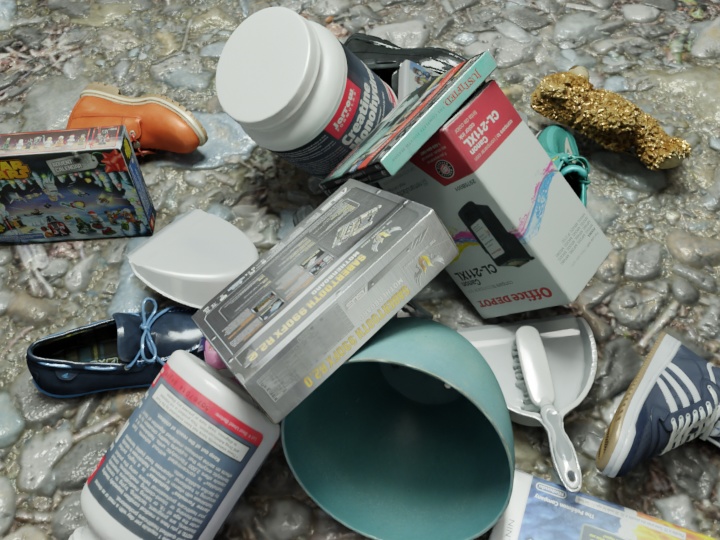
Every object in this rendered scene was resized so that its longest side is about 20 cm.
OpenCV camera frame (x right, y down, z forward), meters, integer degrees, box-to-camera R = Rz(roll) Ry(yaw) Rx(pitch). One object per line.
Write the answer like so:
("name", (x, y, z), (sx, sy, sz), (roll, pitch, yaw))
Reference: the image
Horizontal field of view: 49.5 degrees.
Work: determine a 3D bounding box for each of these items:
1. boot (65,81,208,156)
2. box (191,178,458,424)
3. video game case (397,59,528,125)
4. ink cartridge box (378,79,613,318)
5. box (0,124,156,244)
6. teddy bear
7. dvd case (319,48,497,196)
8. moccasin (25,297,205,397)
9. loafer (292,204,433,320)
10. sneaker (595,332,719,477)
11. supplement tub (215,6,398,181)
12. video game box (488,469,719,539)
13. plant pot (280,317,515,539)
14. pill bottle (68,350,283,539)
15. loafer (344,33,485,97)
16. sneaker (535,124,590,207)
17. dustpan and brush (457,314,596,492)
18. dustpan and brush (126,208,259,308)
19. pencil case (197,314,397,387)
("boot", (-0.285, -0.163, 0.969), (0.196, 0.076, 0.109), (13, 59, 22))
("box", (-0.036, 0.014, 0.654), (0.199, 0.049, 0.158), (-42, 29, -11))
("video game case", (0.123, -0.137, 0.905), (0.179, 0.022, 0.204), (19, 53, -20))
("ink cartridge box", (0.125, -0.059, 0.759), (0.083, 0.145, 0.201), (-44, 102, -26))
("box", (-0.343, -0.092, 0.876), (0.195, 0.138, 0.041), (-4, 51, 1))
("teddy bear", (0.299, -0.181, 0.915), (0.199, 0.068, 0.144), (36, 25, 24))
("dvd case", (0.038, -0.136, 0.758), (0.022, 0.199, 0.146), (46, 76, -14))
("moccasin", (-0.236, 0.080, 0.790), (0.196, 0.069, 0.081), (-19, 55, -12))
("loafer", (0.000, 0.000, 0.829), (0.070, 0.068, 0.201), (-40, 66, 2))
("sneaker", (0.288, 0.136, 0.697), (0.107, 0.071, 0.199), (31, 39, 19))
("supplement tub", (-0.052, -0.186, 0.870), (0.138, 0.199, 0.144), (-8, 74, 29))
("video game box", (0.190, 0.283, 0.641), (0.196, 0.047, 0.185), (15, 59, 14))
("plant pot", (0.045, 0.120, 0.689), (0.196, 0.204, 0.135), (13, 34, 12))
("pill bottle", (-0.164, 0.183, 0.662), (0.118, 0.120, 0.202), (30, 81, 22))
("loafer", (0.062, -0.248, 1.005), (0.197, 0.068, 0.072), (17, 71, 17))
("sneaker", (0.229, -0.098, 0.871), (0.076, 0.080, 0.203), (22, 46, -10))
("dustpan and brush", (0.171, 0.119, 0.736), (0.136, 0.058, 0.203), (-7, 54, -1))
("dustpan and brush", (-0.133, 0.013, 0.840), (0.196, 0.058, 0.140), (21, 34, 16))
("pencil case", (-0.057, 0.052, 0.757), (0.197, 0.088, 0.083), (-28, 12, 10))
